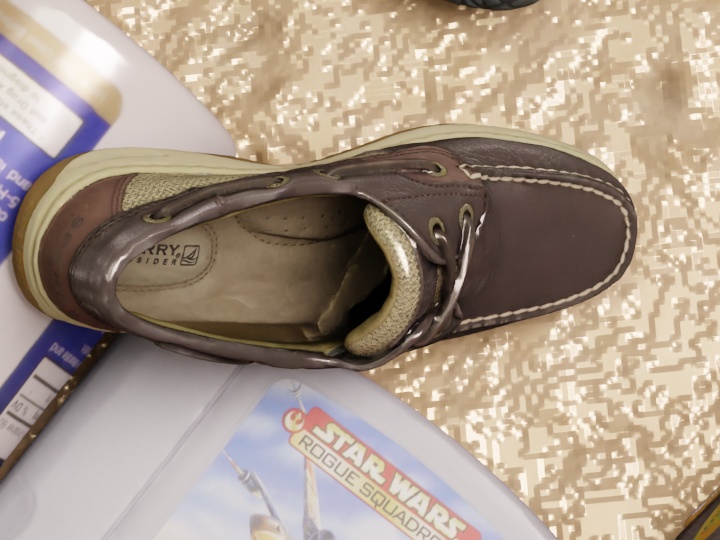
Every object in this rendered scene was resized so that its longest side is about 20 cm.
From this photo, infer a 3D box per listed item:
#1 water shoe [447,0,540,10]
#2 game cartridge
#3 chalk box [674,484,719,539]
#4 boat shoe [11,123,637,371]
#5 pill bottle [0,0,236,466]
[{"bbox_3d":[-0.009,-0.150,0.921,0.200,0.072,0.079,29,56,13],"label":"water shoe"},{"bbox_3d":[-0.016,0.101,0.876,0.200,0.042,0.133,37,89,13],"label":"game cartridge"},{"bbox_3d":[0.161,0.097,0.777,0.124,0.200,0.124,39,118,-3],"label":"chalk box"},{"bbox_3d":[0.000,0.000,0.837,0.200,0.065,0.073,-5,114,-26],"label":"boat shoe"},{"bbox_3d":[-0.142,0.005,0.868,0.120,0.120,0.200,37,85,13],"label":"pill bottle"}]
